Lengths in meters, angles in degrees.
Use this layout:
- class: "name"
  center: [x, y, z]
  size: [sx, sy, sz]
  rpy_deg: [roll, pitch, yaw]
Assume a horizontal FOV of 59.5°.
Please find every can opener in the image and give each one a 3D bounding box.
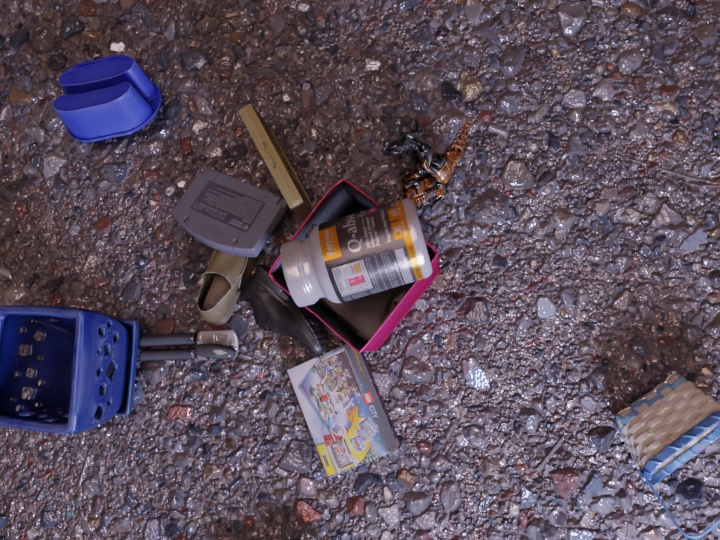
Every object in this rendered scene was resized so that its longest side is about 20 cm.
- class: "can opener"
  center: [-0.317, 0.137, 1.151]
  size: [0.197, 0.066, 0.053]
  rpy_deg: [-3, 82, 14]

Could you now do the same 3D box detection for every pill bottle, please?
- class: "pill bottle"
  center: [-0.005, -0.021, 0.892]
  size: [0.198, 0.116, 0.118]
  rpy_deg: [-16, 81, 6]

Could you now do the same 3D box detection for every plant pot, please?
- class: "plant pot"
  center: [-0.505, 0.168, 1.103]
  size: [0.198, 0.180, 0.203]
  rpy_deg: [0, 83, 19]

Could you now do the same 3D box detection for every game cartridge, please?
- class: "game cartridge"
  center: [-0.241, -0.102, 1.145]
  size: [0.198, 0.041, 0.134]
  rpy_deg: [23, 67, 23]

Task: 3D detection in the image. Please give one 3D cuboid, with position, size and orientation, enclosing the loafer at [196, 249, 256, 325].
- class: "loafer"
  center: [-0.243, 0.002, 1.148]
  size: [0.075, 0.067, 0.202]
  rpy_deg: [13, 83, 10]

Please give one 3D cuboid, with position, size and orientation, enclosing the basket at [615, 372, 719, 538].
- class: "basket"
  center: [0.505, 0.274, 0.958]
  size: [0.175, 0.139, 0.201]
  rpy_deg: [-33, 49, 4]

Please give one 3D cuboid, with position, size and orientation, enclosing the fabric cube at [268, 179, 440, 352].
- class: "fabric cube"
  center: [0.000, 0.000, 1.047]
  size: [0.199, 0.199, 0.197]
  rpy_deg: [39, 91, 11]

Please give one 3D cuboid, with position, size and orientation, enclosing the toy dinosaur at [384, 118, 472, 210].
- class: "toy dinosaur"
  center: [0.116, -0.188, 1.118]
  size: [0.136, 0.102, 0.200]
  rpy_deg: [43, 76, -12]

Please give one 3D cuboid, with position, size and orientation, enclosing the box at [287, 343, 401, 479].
- class: "box"
  center: [-0.029, 0.241, 1.105]
  size: [0.135, 0.038, 0.202]
  rpy_deg: [-23, 81, 5]

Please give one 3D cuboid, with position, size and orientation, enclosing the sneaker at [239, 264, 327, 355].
- class: "sneaker"
  center: [-0.138, 0.084, 1.130]
  size: [0.091, 0.076, 0.200]
  rpy_deg: [-47, 70, 8]

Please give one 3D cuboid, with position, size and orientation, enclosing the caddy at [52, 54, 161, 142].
- class: "caddy"
  center: [-0.484, -0.322, 1.208]
  size: [0.197, 0.105, 0.143]
  rpy_deg: [-9, 60, 8]

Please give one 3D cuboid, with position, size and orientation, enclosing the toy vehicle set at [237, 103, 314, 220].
- class: "toy vehicle set"
  center: [-0.145, -0.189, 1.128]
  size: [0.026, 0.124, 0.201]
  rpy_deg: [-29, 80, 4]
